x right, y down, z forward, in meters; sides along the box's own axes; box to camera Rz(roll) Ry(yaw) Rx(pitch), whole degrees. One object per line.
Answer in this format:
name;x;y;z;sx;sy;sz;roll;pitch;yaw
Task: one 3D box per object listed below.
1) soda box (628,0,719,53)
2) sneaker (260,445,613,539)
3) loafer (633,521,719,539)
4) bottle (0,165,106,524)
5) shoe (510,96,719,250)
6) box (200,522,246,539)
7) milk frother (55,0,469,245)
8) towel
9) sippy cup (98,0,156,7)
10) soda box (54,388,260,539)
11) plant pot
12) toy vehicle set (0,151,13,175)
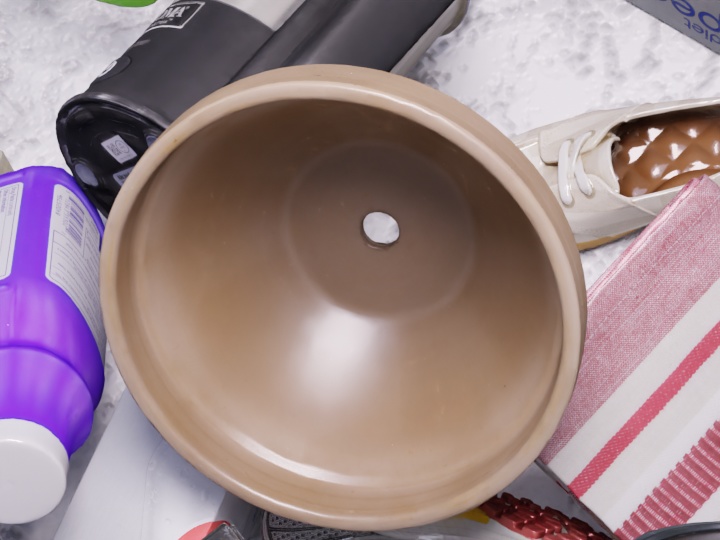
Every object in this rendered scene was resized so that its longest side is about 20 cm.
soda box;0.133;-0.188;1.071;0.200;0.068;0.063;34;74;20
sneaker;0.049;0.139;0.937;0.199;0.078;0.082;19;96;12
loafer;0.106;0.155;0.852;0.199;0.072;0.073;-16;104;14
bottle;-0.152;0.033;0.958;0.065;0.084;0.200;-16;35;7
shoe;0.141;-0.057;1.015;0.199;0.053;0.070;-10;64;4
box;-0.070;0.215;0.834;0.164;0.200;0.086;-37;59;-9
milk frother;-0.005;-0.065;1.009;0.180;0.200;0.188;8;50;45
towel;0.170;0.077;0.915;0.200;0.023;0.144;45;83;-5
sippy cup;-0.107;-0.221;1.095;0.130;0.140;0.178;8;91;1
soda box;-0.098;0.131;0.948;0.068;0.063;0.200;19;69;16
plant pot;0.000;0.000;0.871;0.200;0.201;0.093;8;28;12
toy vehicle set;-0.248;0.033;1.045;0.124;0.027;0.201;0;65;9
